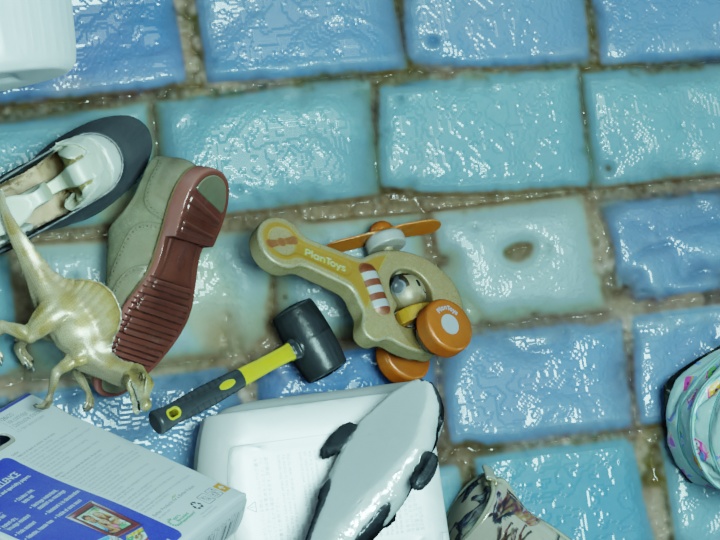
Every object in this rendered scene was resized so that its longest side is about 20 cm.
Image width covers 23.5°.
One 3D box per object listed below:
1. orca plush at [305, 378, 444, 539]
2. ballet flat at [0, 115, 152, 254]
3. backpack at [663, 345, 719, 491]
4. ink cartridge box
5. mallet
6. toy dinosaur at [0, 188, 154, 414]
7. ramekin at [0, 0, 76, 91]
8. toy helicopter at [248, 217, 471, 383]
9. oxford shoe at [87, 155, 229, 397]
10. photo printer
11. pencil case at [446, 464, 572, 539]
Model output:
[{"bbox_3d":[0.018,0.183,1.333,0.071,0.105,0.201,57,38,-40],"label":"orca plush"},{"bbox_3d":[-0.245,-0.062,1.368,0.200,0.073,0.073,-30,91,-18],"label":"ballet flat"},{"bbox_3d":[0.362,0.115,1.492,0.199,0.127,0.168,-18,91,-15],"label":"backpack"},{"bbox_3d":[-0.213,0.173,1.269,0.199,0.198,0.047,20,111,16],"label":"ink cartridge box"},{"bbox_3d":[-0.095,0.074,1.370,0.200,0.041,0.066,-17,79,-44],"label":"mallet"},{"bbox_3d":[-0.236,0.038,1.340,0.101,0.058,0.200,-38,90,12],"label":"toy dinosaur"},{"bbox_3d":[-0.309,-0.184,1.305,0.200,0.200,0.098,-12,92,-18],"label":"ramekin"},{"bbox_3d":[0.000,0.000,1.424,0.199,0.079,0.133,23,53,-23],"label":"toy helicopter"},{"bbox_3d":[-0.175,0.003,1.392,0.075,0.070,0.201,23,85,33],"label":"oxford shoe"},{"bbox_3d":[-0.034,0.182,1.394,0.199,0.069,0.167,-7,83,-17],"label":"photo printer"},{"bbox_3d":[0.157,0.249,1.435,0.200,0.078,0.090,38,91,-8],"label":"pencil case"}]
